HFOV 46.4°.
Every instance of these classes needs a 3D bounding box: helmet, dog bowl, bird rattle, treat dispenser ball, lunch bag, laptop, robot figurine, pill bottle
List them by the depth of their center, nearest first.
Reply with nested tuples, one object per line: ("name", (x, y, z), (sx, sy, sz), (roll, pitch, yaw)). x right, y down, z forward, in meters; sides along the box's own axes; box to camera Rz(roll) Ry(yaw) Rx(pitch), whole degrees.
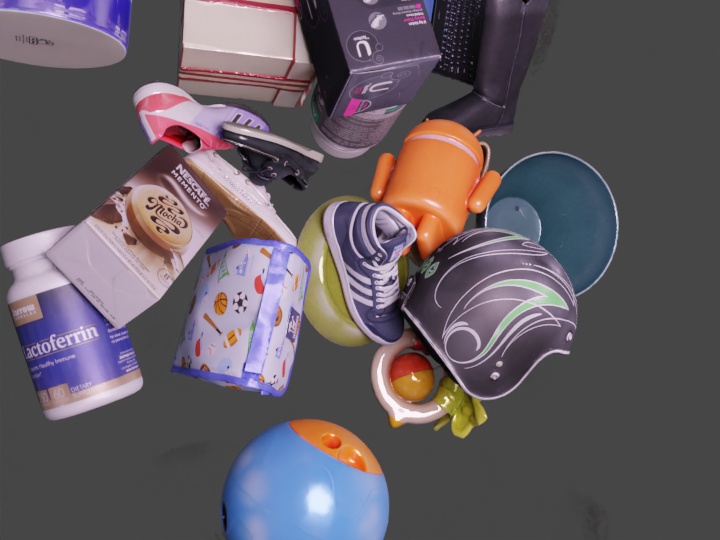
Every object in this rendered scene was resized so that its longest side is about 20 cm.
("dog bowl", (-0.356, -0.290, 0.929), (0.198, 0.200, 0.080), (4, 87, -23))
("pill bottle", (-0.330, 0.057, 0.952), (0.115, 0.116, 0.202), (-19, 91, -24))
("lunch bag", (-0.132, 0.057, 0.991), (0.123, 0.200, 0.172), (16, 78, -21))
("treat dispenser ball", (-0.065, 0.278, 0.997), (0.199, 0.201, 0.203), (2, 84, -23))
("helmet", (0.163, 0.044, 1.028), (0.190, 0.200, 0.201), (-38, 100, -2))
("pill bottle", (-0.002, -0.221, 1.066), (0.112, 0.200, 0.114), (3, 76, -12))
("robot figurine", (0.097, -0.113, 1.107), (0.116, 0.143, 0.201), (34, 63, -28))
("bird rattle", (0.092, 0.130, 1.137), (0.162, 0.113, 0.202), (-16, 89, -12))
("laptop", (0.151, -0.377, 1.209), (0.198, 0.103, 0.179), (13, 80, -22))

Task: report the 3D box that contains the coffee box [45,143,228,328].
("coffee box", (-0.246, -0.045, 0.958), (0.113, 0.080, 0.200), (49, 31, -16))

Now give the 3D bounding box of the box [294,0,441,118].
("box", (-0.004, -0.286, 0.911), (0.105, 0.122, 0.202), (-14, 80, -15))

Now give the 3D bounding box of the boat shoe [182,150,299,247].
("boat shoe", (-0.142, -0.084, 1.073), (0.200, 0.071, 0.070), (45, 45, -17))

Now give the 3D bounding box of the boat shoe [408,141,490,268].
("boat shoe", (0.125, -0.097, 1.190), (0.071, 0.064, 0.201), (28, 74, -18))

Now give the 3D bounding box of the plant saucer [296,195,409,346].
("plant saucer", (0.000, 0.000, 1.113), (0.199, 0.031, 0.202), (3, 86, -41))

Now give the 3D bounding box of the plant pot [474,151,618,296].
("plant pot", (0.243, -0.061, 1.192), (0.198, 0.135, 0.202), (0, 92, -14))

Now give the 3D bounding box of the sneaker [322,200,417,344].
("sneaker", (0.030, 0.005, 1.046), (0.070, 0.108, 0.201), (-35, 110, -36))

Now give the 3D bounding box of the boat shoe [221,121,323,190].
("boat shoe", (-0.114, -0.137, 1.050), (0.074, 0.199, 0.067), (23, 97, 19))

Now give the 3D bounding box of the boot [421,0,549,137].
("boot", (0.170, -0.285, 1.169), (0.164, 0.066, 0.201), (-15, 133, -33))

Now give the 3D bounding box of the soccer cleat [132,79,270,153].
("soccer cleat", (-0.187, -0.170, 1.030), (0.199, 0.068, 0.074), (9, 59, -51))

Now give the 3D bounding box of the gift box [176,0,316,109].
("gift box", (-0.130, -0.295, 1.044), (0.185, 0.184, 0.202), (2, 87, -14))
